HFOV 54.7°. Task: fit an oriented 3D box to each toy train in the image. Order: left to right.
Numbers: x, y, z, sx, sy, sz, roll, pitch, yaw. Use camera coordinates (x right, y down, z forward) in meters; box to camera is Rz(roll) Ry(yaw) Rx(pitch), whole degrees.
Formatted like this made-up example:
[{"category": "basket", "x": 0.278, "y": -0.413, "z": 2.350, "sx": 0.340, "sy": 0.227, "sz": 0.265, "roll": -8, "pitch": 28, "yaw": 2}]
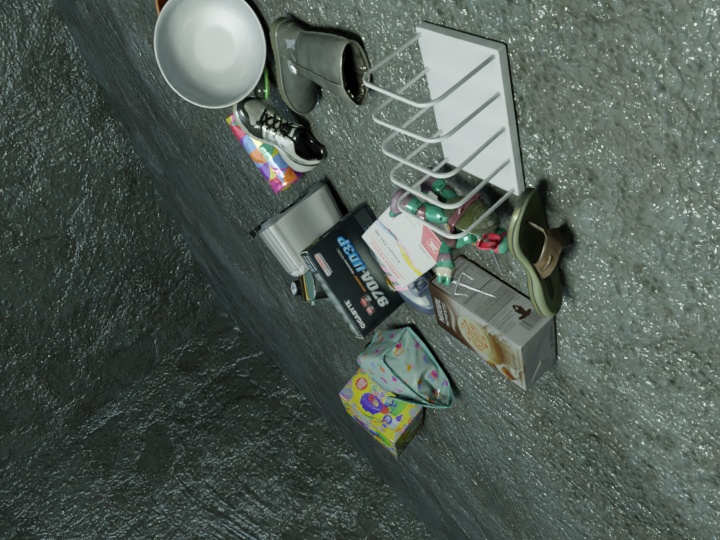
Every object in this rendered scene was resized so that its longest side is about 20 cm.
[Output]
[{"category": "toy train", "x": -0.046, "y": 0.024, "z": 1.463, "sx": 0.113, "sy": 0.195, "sz": 0.088, "roll": -12, "pitch": 85, "yaw": 64}]

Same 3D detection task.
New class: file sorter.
[{"category": "file sorter", "x": 0.099, "y": -0.165, "z": 0.844, "sx": 0.138, "sy": 0.124, "sz": 0.203, "roll": 33, "pitch": 154, "yaw": 43}]

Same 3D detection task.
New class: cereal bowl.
[{"category": "cereal bowl", "x": -0.260, "y": -0.393, "z": 1.230, "sx": 0.203, "sy": 0.197, "sz": 0.084, "roll": 57, "pitch": -175, "yaw": -15}]

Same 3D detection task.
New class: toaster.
[{"category": "toaster", "x": -0.118, "y": -0.079, "z": 1.415, "sx": 0.131, "sy": 0.199, "sz": 0.113, "roll": 54, "pitch": 163, "yaw": -9}]

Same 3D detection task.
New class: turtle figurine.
[{"category": "turtle figurine", "x": 0.140, "y": -0.058, "z": 0.943, "sx": 0.199, "sy": 0.148, "sz": 0.102, "roll": 40, "pitch": 133, "yaw": 27}]

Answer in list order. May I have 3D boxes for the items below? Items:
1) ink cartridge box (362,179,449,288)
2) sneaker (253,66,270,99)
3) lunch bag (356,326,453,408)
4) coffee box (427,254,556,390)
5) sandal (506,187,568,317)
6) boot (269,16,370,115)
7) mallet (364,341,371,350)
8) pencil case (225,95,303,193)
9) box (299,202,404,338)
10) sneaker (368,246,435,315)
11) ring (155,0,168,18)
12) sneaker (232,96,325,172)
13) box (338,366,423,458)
[{"category": "ink cartridge box", "x": 0.079, "y": -0.051, "z": 1.130, "sx": 0.117, "sy": 0.067, "sz": 0.200, "roll": 51, "pitch": 149, "yaw": 3}, {"category": "sneaker", "x": -0.241, "y": -0.398, "z": 1.316, "sx": 0.201, "sy": 0.083, "sz": 0.077, "roll": 52, "pitch": 163, "yaw": 4}, {"category": "lunch bag", "x": 0.108, "y": 0.234, "z": 1.570, "sx": 0.200, "sy": 0.122, "sz": 0.170, "roll": 47, "pitch": 161, "yaw": -11}, {"category": "coffee box", "x": 0.207, "y": 0.079, "z": 1.098, "sx": 0.199, "sy": 0.079, "sz": 0.116, "roll": 37, "pitch": 156, "yaw": 40}, {"category": "sandal", "x": 0.235, "y": -0.023, "z": 0.874, "sx": 0.056, "sy": 0.081, "sz": 0.203, "roll": 8, "pitch": 142, "yaw": 40}, {"category": "boot", "x": -0.055, "y": -0.299, "z": 1.090, "sx": 0.198, "sy": 0.073, "sz": 0.184, "roll": 30, "pitch": 154, "yaw": 36}, {"category": "mallet", "x": 0.063, "y": 0.265, "z": 1.873, "sx": 0.065, "sy": 0.041, "sz": 0.202, "roll": 35, "pitch": 158, "yaw": 40}, {"category": "pencil case", "x": -0.199, "y": -0.266, "z": 1.469, "sx": 0.203, "sy": 0.088, "sz": 0.088, "roll": 58, "pitch": 161, "yaw": -11}, {"category": "box", "x": 0.000, "y": 0.000, "z": 1.337, "sx": 0.202, "sy": 0.158, "sz": 0.046, "roll": 56, "pitch": 160, "yaw": -12}, {"category": "sneaker", "x": 0.079, "y": -0.004, "z": 1.262, "sx": 0.200, "sy": 0.070, "sz": 0.082, "roll": 47, "pitch": 173, "yaw": 15}, {"category": "ring", "x": -0.323, "y": -0.463, "z": 1.323, "sx": 0.200, "sy": 0.019, "sz": 0.206, "roll": -15, "pitch": -89, "yaw": -72}, {"category": "sneaker", "x": -0.146, "y": -0.266, "z": 1.311, "sx": 0.198, "sy": 0.077, "sz": 0.087, "roll": 33, "pitch": 161, "yaw": -29}, {"category": "box", "x": 0.060, "y": 0.377, "z": 1.885, "sx": 0.199, "sy": 0.122, "sz": 0.194, "roll": 37, "pitch": 163, "yaw": 21}]
